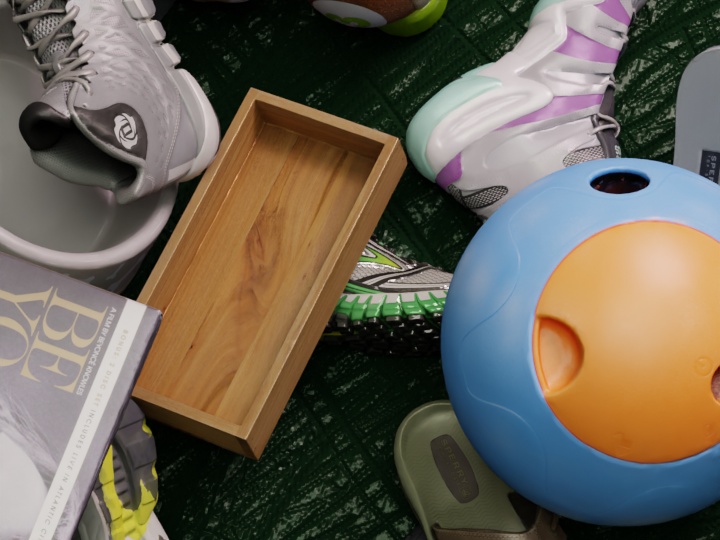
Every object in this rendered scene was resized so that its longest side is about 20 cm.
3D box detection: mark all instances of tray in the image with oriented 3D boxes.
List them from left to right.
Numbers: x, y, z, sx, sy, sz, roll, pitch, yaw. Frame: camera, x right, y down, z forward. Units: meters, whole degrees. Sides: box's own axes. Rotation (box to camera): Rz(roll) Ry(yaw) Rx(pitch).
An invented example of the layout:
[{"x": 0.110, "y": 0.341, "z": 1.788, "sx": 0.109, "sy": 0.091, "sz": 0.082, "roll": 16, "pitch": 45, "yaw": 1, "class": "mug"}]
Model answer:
[{"x": -0.060, "y": 0.000, "z": 1.671, "sx": 0.098, "sy": 0.037, "sz": 0.200, "roll": 20, "pitch": 69, "yaw": 20, "class": "tray"}]

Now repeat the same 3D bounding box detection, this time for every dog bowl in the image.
[{"x": -0.192, "y": -0.071, "z": 1.692, "sx": 0.200, "sy": 0.059, "sz": 0.200, "roll": 18, "pitch": 57, "yaw": -30, "class": "dog bowl"}]

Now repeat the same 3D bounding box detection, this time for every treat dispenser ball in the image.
[{"x": 0.144, "y": 0.040, "z": 1.604, "sx": 0.200, "sy": 0.201, "sz": 0.201, "roll": 0, "pitch": 73, "yaw": 1, "class": "treat dispenser ball"}]

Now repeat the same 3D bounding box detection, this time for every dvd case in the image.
[{"x": -0.222, "y": 0.055, "z": 1.526, "sx": 0.200, "sy": 0.016, "sz": 0.149, "roll": 20, "pitch": 74, "yaw": 5, "class": "dvd case"}]

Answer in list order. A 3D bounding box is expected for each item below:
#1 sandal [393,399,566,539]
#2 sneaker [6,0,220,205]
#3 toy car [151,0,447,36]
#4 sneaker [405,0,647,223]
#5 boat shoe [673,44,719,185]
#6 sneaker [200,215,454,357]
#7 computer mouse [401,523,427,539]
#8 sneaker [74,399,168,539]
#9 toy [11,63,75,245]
[{"x": 0.076, "y": 0.149, "z": 1.640, "sx": 0.080, "sy": 0.057, "sz": 0.201, "roll": -25, "pitch": 59, "yaw": -16, "class": "sandal"}, {"x": -0.165, "y": -0.124, "z": 1.640, "sx": 0.200, "sy": 0.075, "sz": 0.115, "roll": 54, "pitch": 37, "yaw": -2, "class": "sneaker"}, {"x": -0.067, "y": -0.189, "z": 1.735, "sx": 0.200, "sy": 0.164, "sz": 0.158, "roll": -26, "pitch": 74, "yaw": 3, "class": "toy car"}, {"x": 0.140, "y": -0.092, "z": 1.745, "sx": 0.200, "sy": 0.078, "sz": 0.140, "roll": -43, "pitch": 79, "yaw": -1, "class": "sneaker"}, {"x": 0.218, "y": -0.032, "z": 1.725, "sx": 0.071, "sy": 0.091, "sz": 0.201, "roll": 15, "pitch": 99, "yaw": 28, "class": "boat shoe"}, {"x": 0.000, "y": 0.000, "z": 1.713, "sx": 0.199, "sy": 0.078, "sz": 0.085, "roll": 5, "pitch": 73, "yaw": 3, "class": "sneaker"}, {"x": 0.075, "y": 0.145, "z": 1.692, "sx": 0.200, "sy": 0.034, "sz": 0.059, "roll": -42, "pitch": 76, "yaw": -11, "class": "computer mouse"}, {"x": -0.153, "y": 0.161, "z": 1.661, "sx": 0.084, "sy": 0.074, "sz": 0.201, "roll": 4, "pitch": 103, "yaw": 40, "class": "sneaker"}, {"x": -0.229, "y": -0.093, "z": 1.750, "sx": 0.115, "sy": 0.047, "sz": 0.200, "roll": -19, "pitch": 77, "yaw": -40, "class": "toy"}]
